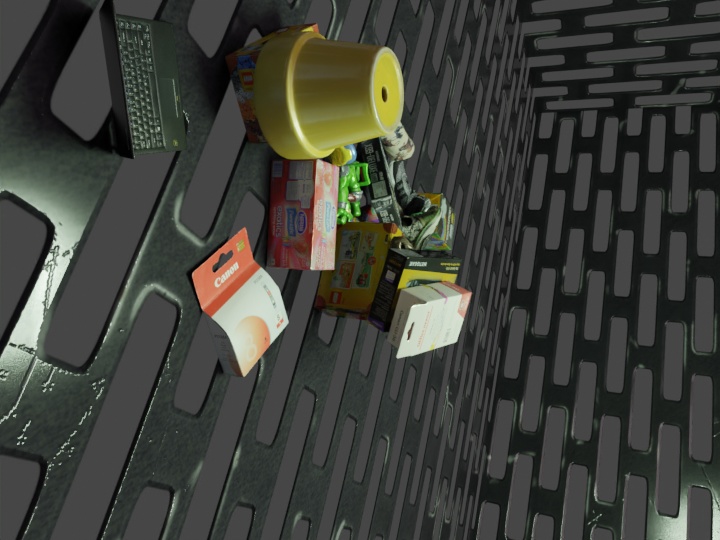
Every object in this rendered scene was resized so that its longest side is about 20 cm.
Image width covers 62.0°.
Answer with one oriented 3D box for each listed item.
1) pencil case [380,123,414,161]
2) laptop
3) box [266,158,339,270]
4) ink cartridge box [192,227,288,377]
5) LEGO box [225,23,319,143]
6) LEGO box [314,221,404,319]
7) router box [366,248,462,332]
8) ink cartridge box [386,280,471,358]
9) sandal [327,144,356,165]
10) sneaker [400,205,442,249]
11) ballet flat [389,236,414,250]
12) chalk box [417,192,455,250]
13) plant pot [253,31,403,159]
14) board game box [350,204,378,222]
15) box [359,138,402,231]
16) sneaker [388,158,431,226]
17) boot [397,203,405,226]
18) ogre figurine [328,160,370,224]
[{"bbox_3d":[0.066,-0.351,1.495,0.078,0.089,0.200,-54,150,-2],"label":"pencil case"},{"bbox_3d":[-0.265,-0.238,0.766,0.200,0.102,0.179,-29,120,-61],"label":"laptop"},{"bbox_3d":[-0.106,-0.103,1.128,0.094,0.102,0.202,0,92,-65],"label":"box"},{"bbox_3d":[-0.196,0.052,1.019,0.162,0.050,0.202,-53,142,-50],"label":"ink cartridge box"},{"bbox_3d":[-0.136,-0.333,1.060,0.200,0.076,0.150,-55,141,-48],"label":"LEGO box"},{"bbox_3d":[0.000,0.000,1.299,0.077,0.148,0.202,41,57,-60],"label":"LEGO box"},{"bbox_3d":[0.113,0.039,1.226,0.199,0.052,0.159,0,112,-49],"label":"router box"},{"bbox_3d":[0.124,0.093,1.174,0.199,0.067,0.117,-7,118,-48],"label":"ink cartridge box"},{"bbox_3d":[-0.041,-0.270,1.148,0.201,0.086,0.080,-116,-166,-47],"label":"sandal"},{"bbox_3d":[0.147,-0.124,1.500,0.077,0.088,0.200,-60,179,32],"label":"sneaker"},{"bbox_3d":[0.102,0.014,1.270,0.067,0.046,0.201,-55,142,-47],"label":"ballet flat"},{"bbox_3d":[0.203,-0.135,1.768,0.200,0.123,0.126,37,59,-62],"label":"chalk box"},{"bbox_3d":[-0.040,-0.281,0.962,0.200,0.187,0.203,5,90,-65],"label":"plant pot"},{"bbox_3d":[0.047,-0.064,1.450,0.157,0.039,0.202,5,81,-41],"label":"board game box"},{"bbox_3d":[0.047,-0.206,1.398,0.158,0.049,0.202,63,15,-60],"label":"box"},{"bbox_3d":[0.132,-0.211,1.611,0.075,0.113,0.202,-19,111,-63],"label":"sneaker"},{"bbox_3d":[0.050,-0.063,1.528,0.200,0.072,0.183,-51,131,-38],"label":"boot"},{"bbox_3d":[-0.028,-0.174,1.293,0.200,0.097,0.121,-23,120,-58],"label":"ogre figurine"}]
